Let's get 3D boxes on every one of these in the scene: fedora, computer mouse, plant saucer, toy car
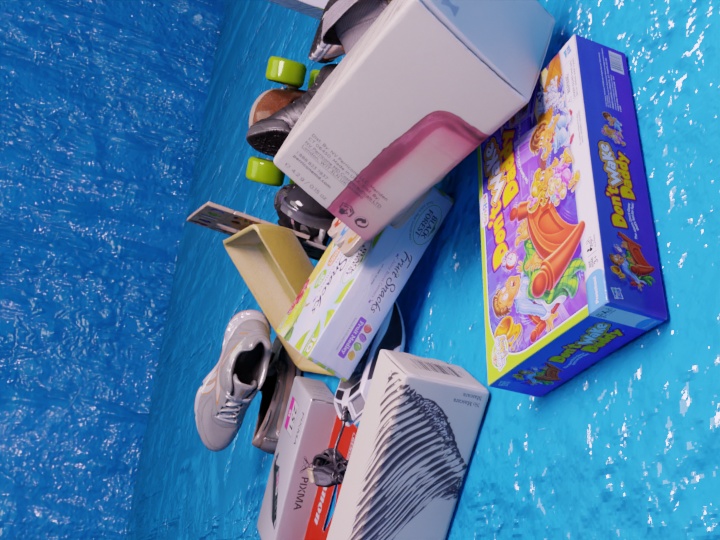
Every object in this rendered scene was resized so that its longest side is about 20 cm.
[{"bbox_3d":[0.063,-0.216,0.765,0.177,0.195,0.092,-29,-78,-80],"label":"fedora"},{"bbox_3d":[0.008,0.116,0.811,0.109,0.043,0.204,-30,37,59],"label":"computer mouse"},{"bbox_3d":[-0.084,0.030,1.035,0.203,0.048,0.199,60,160,-7],"label":"plant saucer"},{"bbox_3d":[-0.039,-0.179,1.113,0.198,0.156,0.168,21,102,42],"label":"toy car"}]

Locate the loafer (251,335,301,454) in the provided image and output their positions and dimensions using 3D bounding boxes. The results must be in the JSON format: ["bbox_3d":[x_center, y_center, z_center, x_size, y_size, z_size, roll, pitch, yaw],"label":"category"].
[{"bbox_3d":[-0.117,0.162,1.148,0.202,0.061,0.073,-98,28,-48],"label":"loafer"}]

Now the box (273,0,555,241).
[{"bbox_3d":[0.040,-0.140,0.657,0.199,0.108,0.129,-39,18,44],"label":"box"}]

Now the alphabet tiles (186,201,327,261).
[{"bbox_3d":[-0.118,-0.045,1.080,0.167,0.196,0.008,-9,64,69],"label":"alphabet tiles"}]

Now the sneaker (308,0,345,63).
[{"bbox_3d":[-0.003,-0.276,0.950,0.199,0.078,0.075,170,118,-70],"label":"sneaker"}]

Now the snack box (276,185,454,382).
[{"bbox_3d":[0.000,0.000,0.843,0.203,0.052,0.142,-59,19,-5],"label":"snack box"}]

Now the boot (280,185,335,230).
[{"bbox_3d":[-0.003,-0.151,0.908,0.065,0.164,0.204,30,111,25],"label":"boot"}]

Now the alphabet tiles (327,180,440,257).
[{"bbox_3d":[0.042,-0.098,0.796,0.196,0.015,0.200,-50,17,3],"label":"alphabet tiles"}]

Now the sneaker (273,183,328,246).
[{"bbox_3d":[-0.072,-0.078,1.067,0.200,0.086,0.077,118,175,-72],"label":"sneaker"}]

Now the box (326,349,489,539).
[{"bbox_3d":[0.032,0.174,0.677,0.068,0.080,0.205,-145,68,-69],"label":"box"}]

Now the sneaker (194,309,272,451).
[{"bbox_3d":[-0.169,0.158,1.112,0.092,0.074,0.204,-130,56,-65],"label":"sneaker"}]

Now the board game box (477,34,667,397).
[{"bbox_3d":[0.134,-0.035,0.571,0.135,0.044,0.204,130,148,-54],"label":"board game box"}]

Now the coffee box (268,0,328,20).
[{"bbox_3d":[-0.060,-0.480,1.208,0.200,0.193,0.204,-134,59,-68],"label":"coffee box"}]

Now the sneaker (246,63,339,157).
[{"bbox_3d":[-0.044,-0.202,1.020,0.195,0.060,0.106,-3,61,28],"label":"sneaker"}]

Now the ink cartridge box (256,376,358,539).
[{"bbox_3d":[-0.066,0.247,0.974,0.173,0.043,0.205,-149,73,-72],"label":"ink cartridge box"}]
